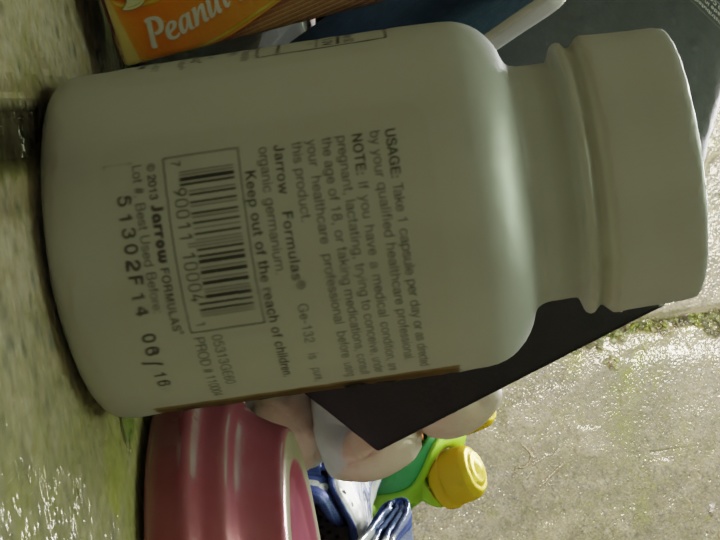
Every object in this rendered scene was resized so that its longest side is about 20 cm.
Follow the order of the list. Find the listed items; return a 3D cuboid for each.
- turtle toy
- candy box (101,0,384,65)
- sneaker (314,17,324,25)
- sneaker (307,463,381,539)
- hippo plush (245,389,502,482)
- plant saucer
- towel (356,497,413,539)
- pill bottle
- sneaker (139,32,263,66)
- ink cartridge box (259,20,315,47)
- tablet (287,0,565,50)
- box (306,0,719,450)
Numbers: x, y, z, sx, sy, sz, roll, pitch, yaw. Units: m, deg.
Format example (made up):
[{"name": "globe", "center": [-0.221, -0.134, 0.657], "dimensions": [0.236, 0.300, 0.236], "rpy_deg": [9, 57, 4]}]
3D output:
[{"name": "turtle toy", "center": [0.011, 0.098, 1.016], "dimensions": [0.101, 0.145, 0.200], "rpy_deg": [54, 26, -23]}, {"name": "candy box", "center": [-0.009, -0.159, 0.540], "dimensions": [0.055, 0.199, 0.116], "rpy_deg": [-92, 168, -60]}, {"name": "sneaker", "center": [0.006, -0.139, 0.933], "dimensions": [0.200, 0.069, 0.100], "rpy_deg": [-96, 172, -71]}, {"name": "sneaker", "center": [-0.021, 0.127, 0.880], "dimensions": [0.088, 0.075, 0.201], "rpy_deg": [75, 6, -68]}, {"name": "hippo plush", "center": [0.000, 0.000, 0.811], "dimensions": [0.200, 0.159, 0.161], "rpy_deg": [-66, 140, -50]}, {"name": "plant saucer", "center": [-0.041, 0.143, 0.592], "dimensions": [0.201, 0.051, 0.202], "rpy_deg": [-8, 90, -87]}, {"name": "towel", "center": [-0.001, 0.230, 0.802], "dimensions": [0.200, 0.024, 0.148], "rpy_deg": [-43, 128, -62]}, {"name": "pill bottle", "center": [0.006, -0.021, 0.483], "dimensions": [0.114, 0.199, 0.115], "rpy_deg": [-8, 90, -88]}, {"name": "sneaker", "center": [-0.060, -0.124, 0.666], "dimensions": [0.200, 0.088, 0.076], "rpy_deg": [78, 3, -65]}, {"name": "ink cartridge box", "center": [-0.061, -0.145, 0.979], "dimensions": [0.200, 0.067, 0.117], "rpy_deg": [-94, 176, -64]}, {"name": "tablet", "center": [-0.008, -0.079, 0.606], "dimensions": [0.014, 0.200, 0.130], "rpy_deg": [50, 17, -27]}, {"name": "box", "center": [0.053, -0.053, 0.675], "dimensions": [0.200, 0.123, 0.199], "rpy_deg": [-35, -156, 47]}]
